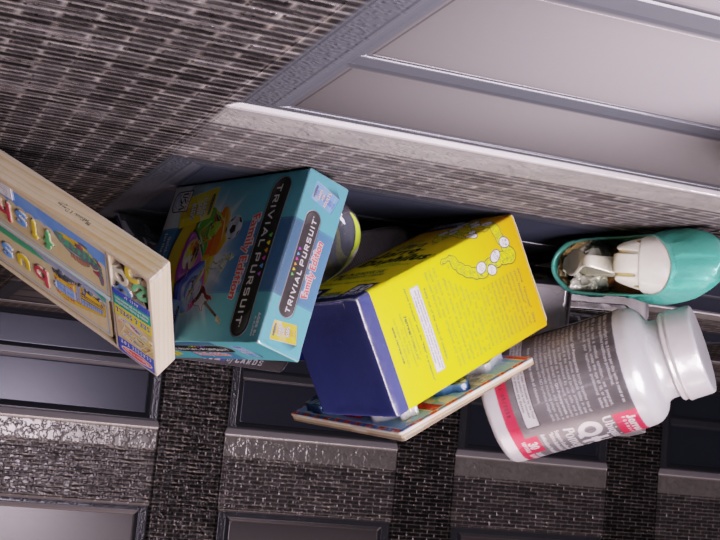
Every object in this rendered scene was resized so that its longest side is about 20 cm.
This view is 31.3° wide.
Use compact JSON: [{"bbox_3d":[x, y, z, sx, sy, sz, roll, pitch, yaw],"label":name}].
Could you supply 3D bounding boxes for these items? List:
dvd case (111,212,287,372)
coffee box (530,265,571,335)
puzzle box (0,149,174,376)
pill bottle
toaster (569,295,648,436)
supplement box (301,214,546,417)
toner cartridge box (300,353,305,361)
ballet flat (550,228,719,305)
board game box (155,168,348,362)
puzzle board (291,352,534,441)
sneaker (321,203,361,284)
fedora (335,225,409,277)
[{"bbox_3d":[-0.170,0.021,1.341,0.149,0.201,0.025,11,126,-35],"label":"dvd case"},{"bbox_3d":[0.165,0.040,1.359,0.112,0.081,0.200,6,-174,11],"label":"coffee box"},{"bbox_3d":[-0.239,-0.008,1.073,0.199,0.025,0.134,32,145,19],"label":"puzzle box"},{"bbox_3d":[0.218,0.099,1.180,0.199,0.112,0.111,-19,164,20],"label":"pill bottle"},{"bbox_3d":[0.285,0.121,1.695,0.198,0.183,0.119,5,170,-8],"label":"toaster"},{"bbox_3d":[0.052,0.038,1.145,0.199,0.110,0.108,-27,-167,-36],"label":"supplement box"},{"bbox_3d":[-0.025,0.068,1.327,0.094,0.044,0.200,3,180,8],"label":"toner cartridge box"},{"bbox_3d":[0.244,-0.002,1.174,0.070,0.068,0.200,0,178,-29],"label":"ballet flat"},{"bbox_3d":[-0.110,-0.002,1.099,0.047,0.152,0.199,28,160,-37],"label":"board game box"},{"bbox_3d":[0.042,0.105,1.170,0.150,0.018,0.199,-27,-167,-28],"label":"puzzle board"},{"bbox_3d":[-0.072,0.008,1.152,0.200,0.074,0.081,-48,179,35],"label":"sneaker"},{"bbox_3d":[0.000,0.000,1.287,0.176,0.091,0.199,0,178,44],"label":"fedora"}]
